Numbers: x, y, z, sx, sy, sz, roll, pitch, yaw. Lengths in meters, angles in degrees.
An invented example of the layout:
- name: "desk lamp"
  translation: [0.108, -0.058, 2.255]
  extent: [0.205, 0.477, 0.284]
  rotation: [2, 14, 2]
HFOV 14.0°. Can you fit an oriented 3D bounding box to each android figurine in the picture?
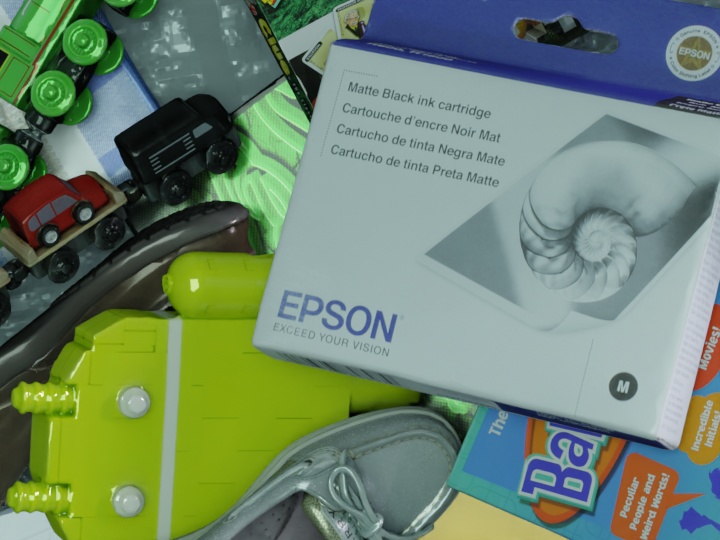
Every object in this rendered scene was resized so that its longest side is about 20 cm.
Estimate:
- name: "android figurine"
  translation: [-0.068, 0.081, 1.360]
  extent: [0.199, 0.041, 0.183]
  rotation: [3, 96, -24]

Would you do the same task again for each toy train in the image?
- name: "toy train"
  translation: [-0.143, -0.022, 1.383]
  extent: [0.200, 0.046, 0.034]
  rotation: [-35, 41, -15]
- name: "toy train"
  translation: [-0.151, -0.099, 1.405]
  extent: [0.056, 0.042, 0.200]
  rotation: [32, 91, 13]

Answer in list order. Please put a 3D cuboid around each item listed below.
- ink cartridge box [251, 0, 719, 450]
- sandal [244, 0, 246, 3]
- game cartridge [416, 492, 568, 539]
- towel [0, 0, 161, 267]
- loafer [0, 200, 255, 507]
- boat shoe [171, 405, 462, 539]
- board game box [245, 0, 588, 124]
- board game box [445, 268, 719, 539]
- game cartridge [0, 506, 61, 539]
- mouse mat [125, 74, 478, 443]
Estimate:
- name: "ink cartridge box"
  translation: [0.069, -0.039, 1.303]
  extent: [0.199, 0.041, 0.201]
  rotation: [11, 81, 21]
- name: "sandal"
  translation: [-0.056, -0.205, 1.412]
  extent: [0.070, 0.078, 0.212]
  rotation: [-33, 91, -16]
- name: "game cartridge"
  translation: [0.113, 0.191, 1.381]
  extent: [0.199, 0.032, 0.177]
  rotation: [11, 93, 2]
- name: "towel"
  translation: [-0.205, -0.066, 1.437]
  extent: [0.200, 0.024, 0.147]
  rotation: [-33, 86, 4]
- name: "loafer"
  translation: [-0.123, 0.041, 1.406]
  extent: [0.200, 0.073, 0.071]
  rotation: [-37, 95, 11]
- name: "boat shoe"
  translation: [-0.036, 0.130, 1.318]
  extent: [0.201, 0.065, 0.075]
  rotation: [-27, 108, -12]
- name: "board game box"
  translation: [0.051, -0.140, 1.384]
  extent: [0.200, 0.023, 0.105]
  rotation: [-30, 92, -10]
- name: "board game box"
  translation: [0.157, 0.065, 1.298]
  extent: [0.199, 0.045, 0.153]
  rotation: [22, 89, 23]
- name: "game cartridge"
  translation: [-0.141, 0.175, 1.417]
  extent: [0.199, 0.040, 0.134]
  rotation: [-22, 90, 4]
- name: "mouse mat"
  translation: [0.000, 0.000, 1.423]
  extent: [0.161, 0.008, 0.200]
  rotation: [-36, 84, 4]
